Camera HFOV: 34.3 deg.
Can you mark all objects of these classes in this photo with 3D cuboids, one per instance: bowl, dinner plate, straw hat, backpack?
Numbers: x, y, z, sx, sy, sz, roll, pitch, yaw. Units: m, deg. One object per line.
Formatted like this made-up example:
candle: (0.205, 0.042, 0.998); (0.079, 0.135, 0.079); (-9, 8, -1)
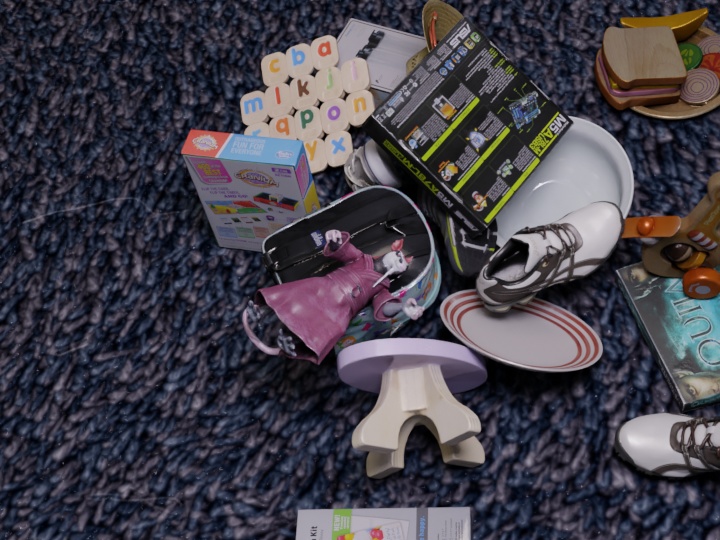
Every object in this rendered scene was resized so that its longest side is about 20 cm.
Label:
bowl: (0.249, -0.088, 1.488); (0.198, 0.090, 0.203); (-5, 67, 12)
dinner plate: (0.189, 0.075, 1.388); (0.198, 0.025, 0.201); (10, 25, -5)
straw hat: (0.106, -0.256, 1.551); (0.084, 0.201, 0.203); (-24, 50, 29)
backpack: (0.000, 0.000, 1.444); (0.199, 0.151, 0.178); (-31, 58, 0)

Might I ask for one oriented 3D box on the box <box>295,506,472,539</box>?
box: (0.025, 0.340, 1.280); (0.197, 0.041, 0.157); (-3, 56, 9)

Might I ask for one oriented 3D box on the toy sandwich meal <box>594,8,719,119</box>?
toy sandwich meal: (0.425, -0.294, 1.620); (0.202, 0.071, 0.207); (-4, 56, 7)

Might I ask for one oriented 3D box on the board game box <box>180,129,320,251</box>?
board game box: (-0.132, -0.095, 1.501); (0.151, 0.201, 0.041); (8, 57, 13)

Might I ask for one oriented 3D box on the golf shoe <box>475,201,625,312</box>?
golf shoe: (0.225, -0.022, 1.369); (0.199, 0.095, 0.078); (-34, 69, 0)

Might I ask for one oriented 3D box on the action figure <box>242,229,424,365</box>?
action figure: (-0.018, 0.034, 1.321); (0.199, 0.149, 0.135); (-31, 81, -25)

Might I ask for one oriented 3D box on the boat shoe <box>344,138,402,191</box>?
boat shoe: (0.010, -0.133, 1.527); (0.065, 0.072, 0.200); (-29, 11, 5)

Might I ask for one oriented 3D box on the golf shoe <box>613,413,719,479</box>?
golf shoe: (0.381, 0.185, 1.283); (0.197, 0.095, 0.078); (6, 58, 15)

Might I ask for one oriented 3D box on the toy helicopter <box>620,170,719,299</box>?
toy helicopter: (0.384, -0.055, 1.353); (0.131, 0.201, 0.080); (13, 57, -4)

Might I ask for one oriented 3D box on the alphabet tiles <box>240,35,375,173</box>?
alphabet tiles: (-0.075, -0.228, 1.651); (0.198, 0.015, 0.198); (-15, 73, 17)

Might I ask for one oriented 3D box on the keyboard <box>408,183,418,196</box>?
keyboard: (0.157, -0.158, 1.560); (0.199, 0.021, 0.127); (-37, 16, -15)

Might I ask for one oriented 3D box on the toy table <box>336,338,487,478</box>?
toy table: (0.066, 0.156, 1.326); (0.198, 0.184, 0.118); (7, 62, -25)

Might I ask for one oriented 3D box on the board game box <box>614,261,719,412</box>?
board game box: (0.408, 0.064, 1.409); (0.134, 0.028, 0.201); (-18, 55, -4)

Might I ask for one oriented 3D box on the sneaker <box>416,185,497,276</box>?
sneaker: (0.114, -0.077, 1.456); (0.073, 0.081, 0.202); (10, 56, -29)

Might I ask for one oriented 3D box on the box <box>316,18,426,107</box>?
box: (0.050, -0.283, 1.682); (0.198, 0.060, 0.117); (18, 61, 20)

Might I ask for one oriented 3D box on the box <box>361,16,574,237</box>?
box: (0.132, -0.176, 1.409); (0.193, 0.047, 0.200); (44, 65, -5)
